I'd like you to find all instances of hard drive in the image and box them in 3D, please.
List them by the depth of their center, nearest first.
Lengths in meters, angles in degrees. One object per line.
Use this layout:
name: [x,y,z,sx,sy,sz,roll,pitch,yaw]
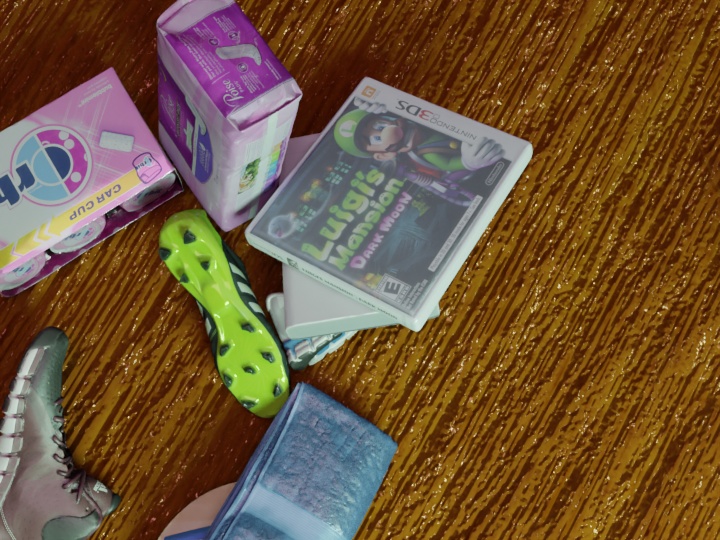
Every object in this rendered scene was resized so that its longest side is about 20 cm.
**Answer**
hard drive: [-0.006,-0.042,0.817,0.129,0.027,0.203,-9,57,5]

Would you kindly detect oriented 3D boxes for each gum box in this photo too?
gum box: [-0.276,-0.077,0.831,0.198,0.066,0.115,-33,82,-8]

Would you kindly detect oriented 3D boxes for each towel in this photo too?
towel: [-0.056,0.204,0.783,0.110,0.049,0.202,30,67,4]

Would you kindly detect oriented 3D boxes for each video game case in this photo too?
video game case: [0.025,-0.067,0.797,0.180,0.023,0.201,26,67,24]

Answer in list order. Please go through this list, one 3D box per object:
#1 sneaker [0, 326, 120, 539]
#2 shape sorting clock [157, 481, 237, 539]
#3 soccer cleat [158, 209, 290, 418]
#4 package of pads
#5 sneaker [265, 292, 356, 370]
sneaker: [-0.256,0.159,0.797,0.113,0.076,0.204,17,90,-6]
shape sorting clock: [-0.092,0.286,0.794,0.195,0.039,0.204,3,69,-7]
soccer cleat: [-0.113,0.035,0.825,0.067,0.081,0.203,-23,102,15]
package of pads: [-0.118,-0.130,0.781,0.075,0.200,0.121,-34,80,-21]
sneaker: [0.000,0.000,0.837,0.198,0.075,0.087,-32,76,-10]
